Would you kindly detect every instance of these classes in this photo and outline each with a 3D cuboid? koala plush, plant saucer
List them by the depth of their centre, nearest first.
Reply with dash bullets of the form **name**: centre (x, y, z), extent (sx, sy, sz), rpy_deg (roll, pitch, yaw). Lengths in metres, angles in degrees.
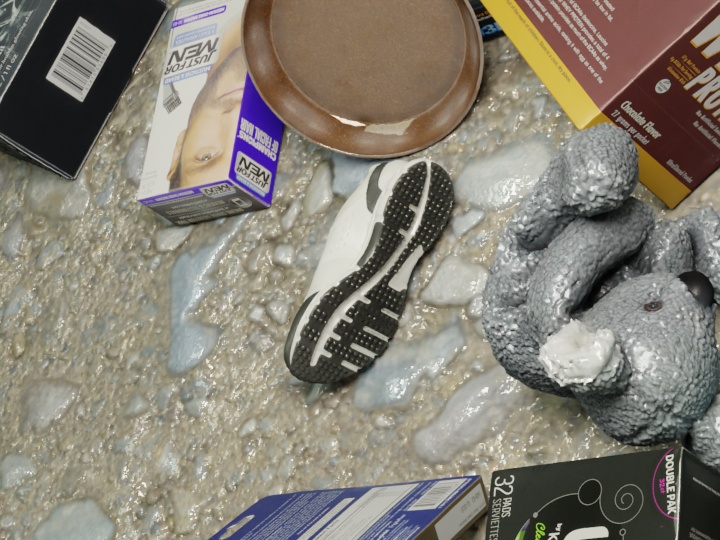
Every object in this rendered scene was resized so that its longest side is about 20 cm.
- **koala plush**: centre (0.174, 0.045, 1.245), extent (0.184, 0.177, 0.200), rpy_deg (-49, 27, 18)
- **plant saucer**: centre (0.003, -0.185, 1.546), extent (0.200, 0.200, 0.035), rpy_deg (-26, 22, 27)

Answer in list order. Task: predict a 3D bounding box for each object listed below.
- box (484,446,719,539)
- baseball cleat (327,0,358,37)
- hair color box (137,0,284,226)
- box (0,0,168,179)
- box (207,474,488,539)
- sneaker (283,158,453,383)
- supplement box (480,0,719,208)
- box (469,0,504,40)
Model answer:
- **box**: centre (0.163, 0.230, 1.200), extent (0.148, 0.124, 0.200), rpy_deg (-13, 58, 37)
- **baseball cleat**: centre (0.037, -0.282, 1.575), extent (0.106, 0.070, 0.200), rpy_deg (8, 75, 37)
- **hair color box**: centre (-0.124, -0.147, 1.705), extent (0.109, 0.065, 0.200), rpy_deg (-11, 61, 36)
- **box**: centre (-0.327, -0.218, 1.879), extent (0.196, 0.124, 0.200), rpy_deg (20, 80, 47)
- **box**: centre (-0.019, 0.192, 1.387), extent (0.200, 0.121, 0.032), rpy_deg (-8, 105, 34)
- **sneaker**: centre (0.000, 0.000, 1.522), extent (0.200, 0.074, 0.080), rpy_deg (-58, 30, -8)
- **supplement box**: centre (0.222, -0.196, 1.386), extent (0.200, 0.133, 0.197), rpy_deg (-43, 46, 13)
- **box**: centre (0.113, -0.271, 1.585), extent (0.200, 0.046, 0.159), rpy_deg (-15, 58, 35)
